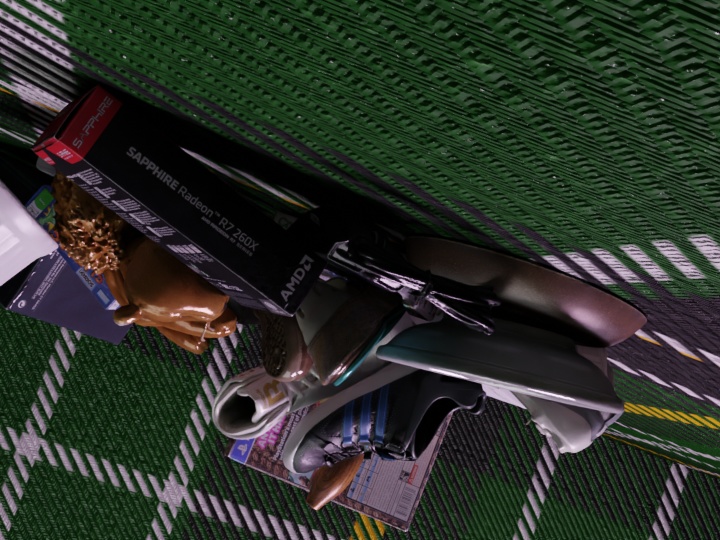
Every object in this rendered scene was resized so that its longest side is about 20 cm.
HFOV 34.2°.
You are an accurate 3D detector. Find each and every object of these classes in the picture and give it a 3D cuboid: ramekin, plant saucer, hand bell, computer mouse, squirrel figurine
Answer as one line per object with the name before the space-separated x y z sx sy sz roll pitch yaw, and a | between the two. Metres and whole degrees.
ramekin | -0.358 -0.064 0.984 0.201 0.098 0.201 47 171 10
plant saucer | 0.124 0.022 0.918 0.199 0.032 0.200 18 174 2
hand bell | 0.012 0.146 1.126 0.104 0.200 0.104 38 179 1
plant saucer | 0.113 0.068 0.923 0.198 0.051 0.200 13 176 1
computer mouse | 0.025 -0.006 0.851 0.140 0.046 0.200 26 176 -19
squirrel figurine | -0.183 -0.013 0.981 0.199 0.142 0.187 32 -173 -7

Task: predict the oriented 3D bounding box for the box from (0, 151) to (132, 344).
box | -0.361 -0.030 1.338 0.200 0.124 0.198 37 -176 30

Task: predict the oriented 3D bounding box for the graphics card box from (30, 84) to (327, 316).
graphics card box | -0.129 -0.045 0.818 0.200 0.051 0.125 39 167 -18

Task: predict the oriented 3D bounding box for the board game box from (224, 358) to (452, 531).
board game box | -0.020 0.156 1.217 0.199 0.161 0.097 24 169 -5

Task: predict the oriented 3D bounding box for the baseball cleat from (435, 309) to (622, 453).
baseball cleat | 0.165 0.076 1.095 0.200 0.106 0.070 50 177 25

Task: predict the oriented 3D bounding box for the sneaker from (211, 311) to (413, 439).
sneaker | -0.048 0.098 1.057 0.199 0.074 0.115 -32 179 34

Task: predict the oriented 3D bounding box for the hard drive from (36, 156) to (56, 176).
hard drive | -0.213 -0.070 1.191 0.131 0.027 0.199 14 172 43

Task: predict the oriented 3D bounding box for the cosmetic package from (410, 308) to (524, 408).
cosmetic package | 0.088 0.073 1.243 0.199 0.082 0.113 18 171 30

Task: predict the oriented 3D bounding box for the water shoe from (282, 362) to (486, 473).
water shoe | 0.019 0.140 1.047 0.079 0.199 0.071 61 -167 27

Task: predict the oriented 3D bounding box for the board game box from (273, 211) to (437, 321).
board game box | 0.000 0.000 1.092 0.125 0.035 0.200 19 174 15

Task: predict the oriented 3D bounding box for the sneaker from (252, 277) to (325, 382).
sneaker | -0.046 0.035 0.991 0.075 0.071 0.200 6 -161 -13

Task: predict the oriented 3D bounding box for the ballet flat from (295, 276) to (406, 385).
ballet flat | -0.014 0.039 0.903 0.067 0.068 0.200 42 -170 3

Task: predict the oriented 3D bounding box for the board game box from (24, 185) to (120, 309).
board game box | -0.245 -0.020 1.204 0.136 0.034 0.200 48 -170 12

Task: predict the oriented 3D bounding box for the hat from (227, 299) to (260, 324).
hat | -0.144 0.012 1.174 0.199 0.082 0.201 21 177 1
